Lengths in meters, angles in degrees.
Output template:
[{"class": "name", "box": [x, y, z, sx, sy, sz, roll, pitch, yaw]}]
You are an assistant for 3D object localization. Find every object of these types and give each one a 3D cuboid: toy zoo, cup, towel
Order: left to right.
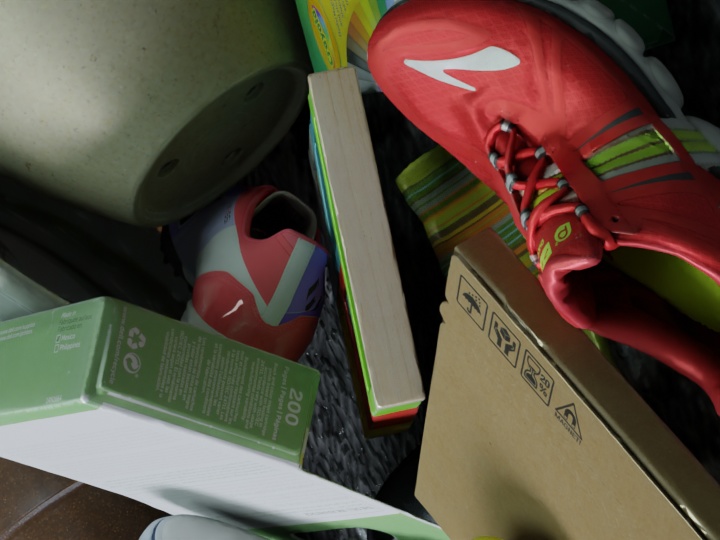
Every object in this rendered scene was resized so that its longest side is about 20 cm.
[{"class": "cup", "box": [-0.103, -0.104, 1.086, 0.143, 0.200, 0.201, 48, 145, 17]}, {"class": "toy zoo", "box": [0.000, 0.000, 1.041, 0.200, 0.020, 0.132, 97, 162, -82]}, {"class": "towel", "box": [0.073, 0.037, 1.010, 0.086, 0.018, 0.201, -40, 70, 61]}]

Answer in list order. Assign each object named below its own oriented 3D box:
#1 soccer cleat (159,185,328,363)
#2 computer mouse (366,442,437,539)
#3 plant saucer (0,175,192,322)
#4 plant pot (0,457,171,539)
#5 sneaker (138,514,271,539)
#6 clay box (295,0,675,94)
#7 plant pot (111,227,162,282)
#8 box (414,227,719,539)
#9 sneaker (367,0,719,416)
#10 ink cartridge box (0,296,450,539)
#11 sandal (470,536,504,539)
[{"class": "soccer cleat", "box": [-0.045, -0.010, 1.121, 0.073, 0.068, 0.200, -59, 14, 13]}, {"class": "computer mouse", "box": [0.036, 0.159, 1.109, 0.141, 0.046, 0.200, 62, 149, 21]}, {"class": "plant saucer", "box": [-0.145, -0.001, 1.118, 0.050, 0.200, 0.200, -55, 48, 13]}, {"class": "plant pot", "box": [-0.117, 0.179, 1.260, 0.199, 0.200, 0.201, 53, 146, 18]}, {"class": "sneaker", "box": [0.003, 0.143, 1.045, 0.073, 0.199, 0.071, -73, 9, -58]}, {"class": "clay box", "box": [0.032, -0.130, 0.960, 0.200, 0.047, 0.116, 2, 109, 61]}, {"class": "plant pot", "box": [-0.188, -0.005, 1.292, 0.200, 0.199, 0.140, 54, 163, 31]}, {"class": "box", "box": [0.089, 0.104, 0.884, 0.200, 0.021, 0.164, 50, 154, 27]}, {"class": "sneaker", "box": [0.077, -0.026, 0.843, 0.200, 0.085, 0.077, 37, 135, 14]}, {"class": "ink cartridge box", "box": [-0.060, 0.070, 1.030, 0.145, 0.199, 0.048, -13, 61, 54]}, {"class": "sandal", "box": [0.058, 0.197, 0.922, 0.079, 0.087, 0.201, 16, 136, 63]}]
